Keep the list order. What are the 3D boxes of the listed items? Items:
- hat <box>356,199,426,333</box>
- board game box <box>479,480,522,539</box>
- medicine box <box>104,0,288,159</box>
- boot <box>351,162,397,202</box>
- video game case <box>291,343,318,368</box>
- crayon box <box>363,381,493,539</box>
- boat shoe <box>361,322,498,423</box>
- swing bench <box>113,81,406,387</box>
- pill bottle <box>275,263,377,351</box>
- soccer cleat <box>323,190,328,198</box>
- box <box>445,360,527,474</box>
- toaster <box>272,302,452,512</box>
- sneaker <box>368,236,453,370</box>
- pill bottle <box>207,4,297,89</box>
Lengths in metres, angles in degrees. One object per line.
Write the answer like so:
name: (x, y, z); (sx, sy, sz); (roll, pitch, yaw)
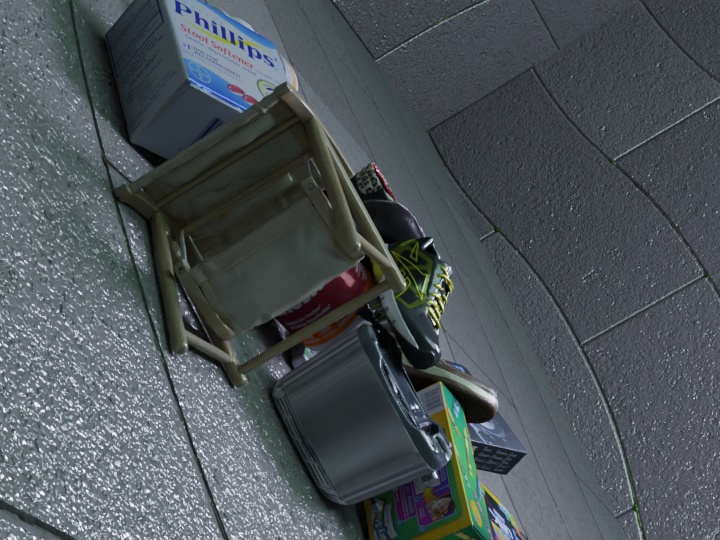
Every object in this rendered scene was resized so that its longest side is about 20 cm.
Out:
hat: (0.000, 0.000, 1.666); (0.081, 0.201, 0.201); (22, -25, 53)
board game box: (0.172, 0.366, 1.781); (0.200, 0.057, 0.166); (49, 14, -44)
medicine box: (-0.172, -0.203, 1.481); (0.182, 0.103, 0.200); (25, 32, -40)
boot: (-0.016, -0.041, 1.749); (0.073, 0.153, 0.204); (46, 18, -49)
video game case: (-0.021, 0.140, 1.597); (0.200, 0.022, 0.182); (55, 11, -20)
crayon box: (0.065, 0.231, 1.435); (0.058, 0.118, 0.201); (49, 22, -40)
boat shoe: (0.070, 0.110, 1.541); (0.075, 0.201, 0.075); (108, 5, -51)
swing bench: (-0.096, -0.034, 1.251); (0.130, 0.198, 0.201); (41, 22, -59)
pill bottle: (-0.082, -0.012, 1.458); (0.200, 0.113, 0.113); (44, 16, -25)
soccer cleat: (-0.082, -0.030, 1.344); (0.069, 0.200, 0.085); (44, -19, -10)
box: (0.102, 0.174, 1.662); (0.200, 0.044, 0.160); (20, 27, -48)
toaster: (-0.003, 0.147, 1.373); (0.201, 0.129, 0.114); (61, 10, 8)
sneaker: (0.064, 0.024, 1.441); (0.200, 0.084, 0.075); (-107, 173, -50)
pill bottle: (-0.171, -0.271, 1.767); (0.117, 0.116, 0.200); (64, 12, 22)
